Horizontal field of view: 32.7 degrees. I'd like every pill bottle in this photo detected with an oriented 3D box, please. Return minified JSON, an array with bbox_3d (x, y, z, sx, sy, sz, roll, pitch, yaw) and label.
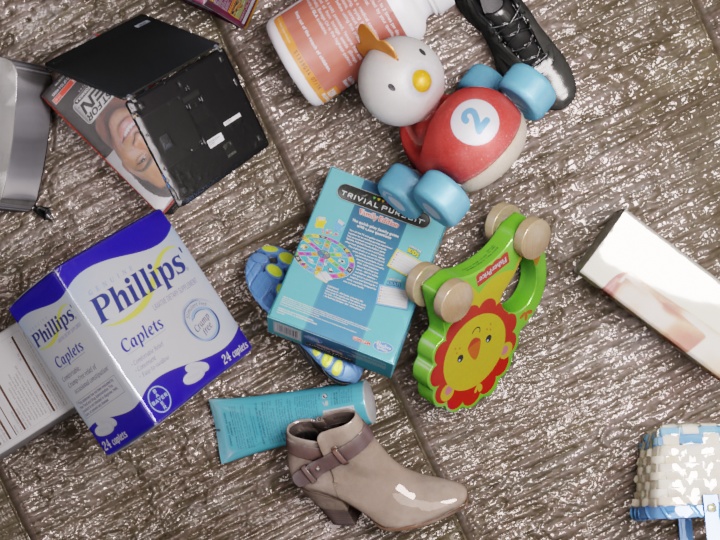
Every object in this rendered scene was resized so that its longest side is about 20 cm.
[{"bbox_3d":[0.002,-0.283,1.380,0.198,0.112,0.113,-31,89,8],"label":"pill bottle"}]

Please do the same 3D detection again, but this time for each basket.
[{"bbox_3d":[0.366,0.268,1.330,0.136,0.176,0.204,1,82,3],"label":"basket"}]

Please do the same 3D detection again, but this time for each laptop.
[{"bbox_3d":[-0.227,-0.187,1.397,0.102,0.177,0.202,-13,109,40],"label":"laptop"}]

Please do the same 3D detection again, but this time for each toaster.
[{"bbox_3d":[-0.459,-0.163,1.441,0.196,0.119,0.184,10,95,6],"label":"toaster"}]

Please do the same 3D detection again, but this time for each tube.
[{"bbox_3d":[-0.082,0.173,1.448,0.197,0.050,0.079,-12,87,12],"label":"tube"}]

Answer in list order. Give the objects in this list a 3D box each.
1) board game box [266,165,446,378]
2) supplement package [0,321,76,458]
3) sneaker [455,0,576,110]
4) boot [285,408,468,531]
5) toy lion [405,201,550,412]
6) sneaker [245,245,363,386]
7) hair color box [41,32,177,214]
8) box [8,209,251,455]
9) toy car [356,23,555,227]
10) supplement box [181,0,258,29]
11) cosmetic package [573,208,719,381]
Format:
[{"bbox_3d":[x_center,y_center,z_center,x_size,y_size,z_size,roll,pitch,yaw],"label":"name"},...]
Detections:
[{"bbox_3d":[0.000,0.000,1.383,0.149,0.047,0.202,20,66,5],"label":"board game box"},{"bbox_3d":[-0.398,0.135,1.445,0.198,0.121,0.121,-32,89,8],"label":"supplement package"},{"bbox_3d":[0.169,-0.262,1.371,0.076,0.091,0.201,-40,89,5],"label":"sneaker"},{"bbox_3d":[0.011,0.223,1.401,0.197,0.071,0.148,-12,119,16],"label":"boot"},{"bbox_3d":[0.135,0.053,1.371,0.199,0.068,0.194,-36,131,-24],"label":"toy lion"},{"bbox_3d":[-0.069,0.057,1.424,0.070,0.083,0.200,-35,73,-18],"label":"sneaker"},{"bbox_3d":[-0.266,-0.171,1.444,0.200,0.061,0.102,43,96,2],"label":"hair color box"},{"bbox_3d":[-0.254,0.065,1.377,0.104,0.184,0.201,-33,93,40],"label":"box"},{"bbox_3d":[0.068,-0.184,1.309,0.200,0.176,0.185,44,80,-23],"label":"toy car"},{"bbox_3d":[-0.163,-0.345,1.352,0.085,0.200,0.112,24,96,6],"label":"supplement box"},{"bbox_3d":[0.342,0.027,1.358,0.199,0.103,0.088,38,96,5],"label":"cosmetic package"}]
